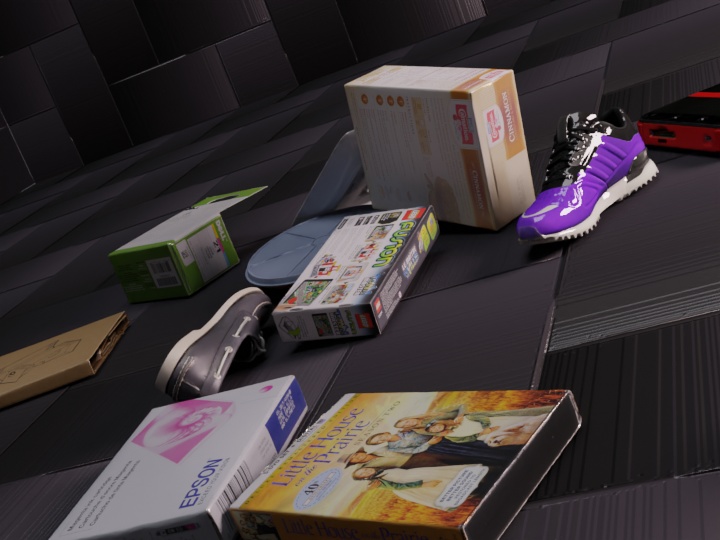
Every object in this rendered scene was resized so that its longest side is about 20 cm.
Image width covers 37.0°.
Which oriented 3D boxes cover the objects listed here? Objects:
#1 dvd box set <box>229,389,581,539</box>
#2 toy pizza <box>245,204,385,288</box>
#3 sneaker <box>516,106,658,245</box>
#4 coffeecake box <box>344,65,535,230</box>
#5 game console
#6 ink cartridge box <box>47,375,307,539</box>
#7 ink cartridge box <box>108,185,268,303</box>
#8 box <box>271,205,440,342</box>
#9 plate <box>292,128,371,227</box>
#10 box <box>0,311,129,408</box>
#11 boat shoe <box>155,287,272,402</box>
[{"bbox_3d":[0.027,0.128,0.705,0.198,0.030,0.146,-7,23,42],"label":"dvd box set"},{"bbox_3d":[-0.040,-0.023,1.262,0.197,0.032,0.201,-19,20,7],"label":"toy pizza"},{"bbox_3d":[0.208,-0.100,1.053,0.199,0.101,0.069,-34,18,-36],"label":"sneaker"},{"bbox_3d":[0.086,-0.140,1.190,0.073,0.156,0.198,-30,28,-33],"label":"coffeecake box"},{"bbox_3d":[0.411,-0.172,1.155,0.174,0.032,0.200,-22,16,-13],"label":"game console"},{"bbox_3d":[-0.158,0.161,0.831,0.197,0.044,0.197,-15,18,20],"label":"ink cartridge box"},{"bbox_3d":[-0.223,-0.039,1.485,0.146,0.077,0.199,-7,21,44],"label":"ink cartridge box"},{"bbox_3d":[0.000,0.000,1.083,0.108,0.035,0.201,-6,27,27],"label":"box"},{"bbox_3d":[0.023,-0.131,1.363,0.198,0.033,0.200,-26,-17,-36],"label":"plate"},{"bbox_3d":[-0.391,0.118,1.309,0.197,0.022,0.164,-20,16,9],"label":"box"},{"bbox_3d":[-0.127,0.079,1.055,0.062,0.073,0.200,28,27,10],"label":"boat shoe"}]
